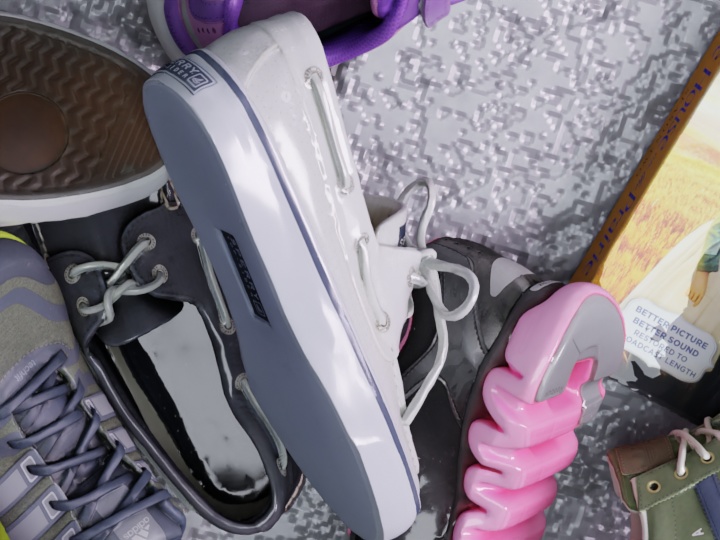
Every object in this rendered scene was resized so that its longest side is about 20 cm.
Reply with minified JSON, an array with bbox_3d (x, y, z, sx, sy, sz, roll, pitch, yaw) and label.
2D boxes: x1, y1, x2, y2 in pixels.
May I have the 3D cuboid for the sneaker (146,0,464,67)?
[{"bbox_3d":[0.020,-0.121,1.011,0.200,0.088,0.081,-28,103,0],"label":"sneaker"}]

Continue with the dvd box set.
[{"bbox_3d":[0.181,-0.026,1.081,0.146,0.029,0.200,29,99,-12],"label":"dvd box set"}]

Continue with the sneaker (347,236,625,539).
[{"bbox_3d":[0.023,0.076,1.076,0.095,0.079,0.200,31,112,22],"label":"sneaker"}]

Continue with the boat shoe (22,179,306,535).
[{"bbox_3d":[-0.075,0.008,1.043,0.073,0.063,0.200,-25,103,3],"label":"boat shoe"}]

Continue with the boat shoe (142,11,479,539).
[{"bbox_3d":[-0.003,-0.002,0.998,0.086,0.075,0.202,-33,118,-20],"label":"boat shoe"}]

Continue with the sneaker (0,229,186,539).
[{"bbox_3d":[-0.102,0.068,1.013,0.074,0.081,0.200,-44,137,-26],"label":"sneaker"}]

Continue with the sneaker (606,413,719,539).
[{"bbox_3d":[0.135,0.081,1.051,0.090,0.067,0.200,28,91,4],"label":"sneaker"}]

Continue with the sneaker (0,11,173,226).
[{"bbox_3d":[-0.161,-0.045,1.010,0.200,0.085,0.073,2,72,0],"label":"sneaker"}]
